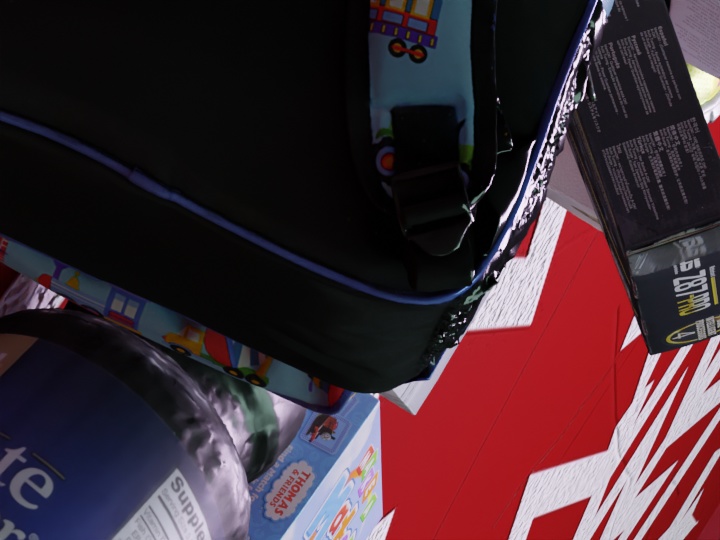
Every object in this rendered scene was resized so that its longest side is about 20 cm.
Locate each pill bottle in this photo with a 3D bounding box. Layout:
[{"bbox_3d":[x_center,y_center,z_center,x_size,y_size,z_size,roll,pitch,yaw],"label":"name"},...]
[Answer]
[{"bbox_3d":[-0.104,0.083,0.873,0.200,0.111,0.112,-48,162,-38],"label":"pill bottle"}]

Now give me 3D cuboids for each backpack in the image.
[{"bbox_3d":[-0.020,-0.091,0.703,0.135,0.182,0.201,105,8,-71],"label":"backpack"}]

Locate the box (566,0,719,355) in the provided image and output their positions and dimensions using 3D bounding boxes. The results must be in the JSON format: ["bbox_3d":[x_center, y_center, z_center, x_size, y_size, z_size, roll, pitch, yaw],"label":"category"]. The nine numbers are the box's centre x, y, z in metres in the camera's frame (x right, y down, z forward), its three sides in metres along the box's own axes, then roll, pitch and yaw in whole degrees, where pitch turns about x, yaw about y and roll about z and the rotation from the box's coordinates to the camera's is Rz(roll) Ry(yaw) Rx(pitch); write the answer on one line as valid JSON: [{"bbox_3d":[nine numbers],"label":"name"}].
[{"bbox_3d":[0.092,-0.082,1.073,0.049,0.201,0.161,-19,163,5],"label":"box"}]

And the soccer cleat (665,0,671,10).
[{"bbox_3d":[0.151,-0.196,1.296,0.081,0.068,0.201,6,124,-45],"label":"soccer cleat"}]

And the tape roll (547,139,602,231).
[{"bbox_3d":[0.155,-0.019,1.373,0.037,0.202,0.203,-58,166,2],"label":"tape roll"}]

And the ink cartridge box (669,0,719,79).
[{"bbox_3d":[0.211,-0.183,1.279,0.197,0.043,0.200,-50,164,-14],"label":"ink cartridge box"}]

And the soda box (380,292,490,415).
[{"bbox_3d":[0.000,0.000,1.155,0.068,0.063,0.200,-57,166,-6],"label":"soda box"}]

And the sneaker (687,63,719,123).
[{"bbox_3d":[0.175,-0.145,1.433,0.200,0.078,0.091,-46,157,-37],"label":"sneaker"}]

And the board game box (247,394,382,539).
[{"bbox_3d":[-0.058,0.158,1.336,0.200,0.036,0.152,-55,165,-21],"label":"board game box"}]
